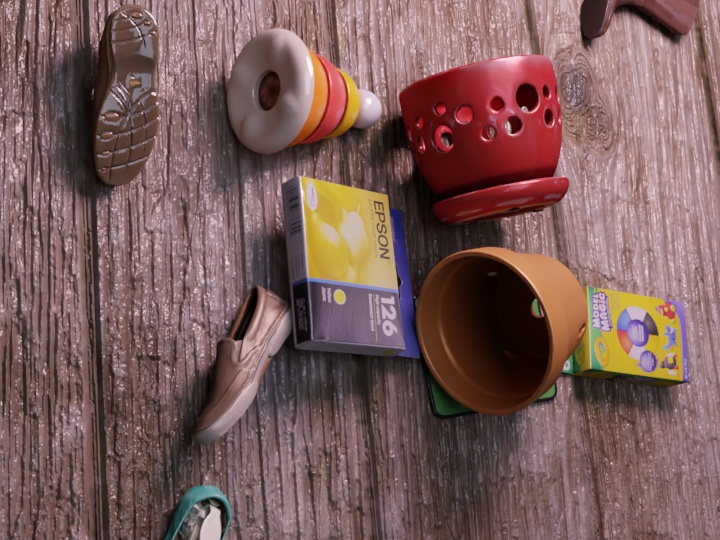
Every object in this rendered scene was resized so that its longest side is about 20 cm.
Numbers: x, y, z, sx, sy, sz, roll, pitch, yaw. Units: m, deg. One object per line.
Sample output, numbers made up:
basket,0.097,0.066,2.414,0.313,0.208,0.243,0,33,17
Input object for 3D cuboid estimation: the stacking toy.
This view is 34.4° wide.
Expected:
stacking toy,-0.052,-0.207,1.428,0.199,0.145,0.148,4,73,-47

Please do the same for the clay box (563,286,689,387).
clay box,0.356,0.090,1.590,0.198,0.048,0.116,9,72,-27

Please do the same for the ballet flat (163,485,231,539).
ballet flat,-0.188,0.319,1.220,0.067,0.070,0.201,27,65,-20

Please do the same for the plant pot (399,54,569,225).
plant pot,0.159,-0.158,1.469,0.199,0.200,0.184,-8,87,-30

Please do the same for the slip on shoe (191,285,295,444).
slip on shoe,-0.139,0.102,1.301,0.061,0.076,0.201,45,57,-19

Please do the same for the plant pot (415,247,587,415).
plant pot,0.187,0.060,1.428,0.139,0.199,0.202,-19,86,-47

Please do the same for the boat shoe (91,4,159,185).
boat shoe,-0.270,-0.196,1.321,0.071,0.067,0.202,5,91,-30

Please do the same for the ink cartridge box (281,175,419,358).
ink cartridge box,0.000,0.000,1.393,0.199,0.047,0.200,7,69,-39

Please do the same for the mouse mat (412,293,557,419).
mouse mat,0.163,0.100,1.507,0.198,0.008,0.162,-5,79,-28

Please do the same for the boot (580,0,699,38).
boot,0.432,-0.391,1.761,0.199,0.064,0.188,25,68,-26
